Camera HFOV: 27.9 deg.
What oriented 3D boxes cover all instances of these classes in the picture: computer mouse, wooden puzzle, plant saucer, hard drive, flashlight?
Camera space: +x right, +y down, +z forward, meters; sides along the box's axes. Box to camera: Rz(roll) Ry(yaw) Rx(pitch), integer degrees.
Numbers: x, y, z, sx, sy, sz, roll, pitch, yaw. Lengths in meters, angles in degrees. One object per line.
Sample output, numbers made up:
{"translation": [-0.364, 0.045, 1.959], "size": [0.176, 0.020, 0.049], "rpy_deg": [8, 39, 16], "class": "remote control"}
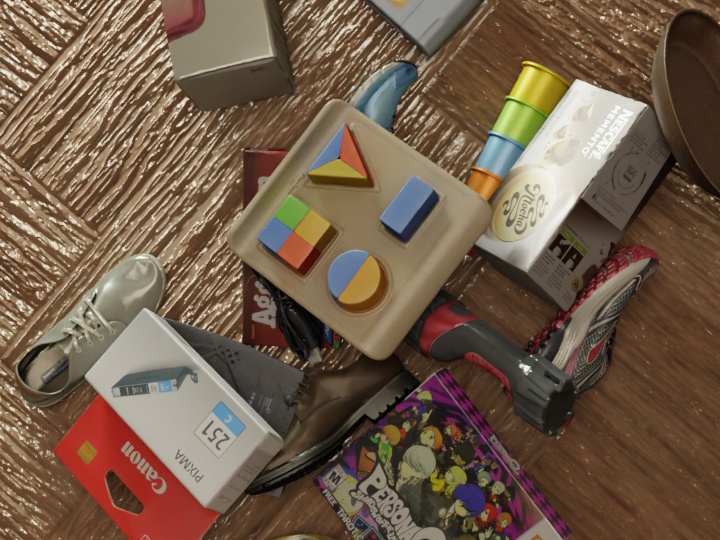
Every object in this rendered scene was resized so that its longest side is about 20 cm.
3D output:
{"translation": [0.000, 0.000, 1.427], "size": [0.199, 0.053, 0.139], "rpy_deg": [-24, 104, 1], "class": "computer mouse"}
{"translation": [-0.004, -0.044, 1.378], "size": [0.199, 0.046, 0.186], "rpy_deg": [36, 85, 16], "class": "wooden puzzle"}
{"translation": [0.336, -0.153, 1.408], "size": [0.036, 0.200, 0.202], "rpy_deg": [-19, 78, 39], "class": "plant saucer"}
{"translation": [-0.148, 0.137, 1.472], "size": [0.198, 0.042, 0.136], "rpy_deg": [20, 84, 8], "class": "hard drive"}
{"translation": [0.122, 0.089, 1.392], "size": [0.068, 0.068, 0.200], "rpy_deg": [-48, 48, -5], "class": "flashlight"}

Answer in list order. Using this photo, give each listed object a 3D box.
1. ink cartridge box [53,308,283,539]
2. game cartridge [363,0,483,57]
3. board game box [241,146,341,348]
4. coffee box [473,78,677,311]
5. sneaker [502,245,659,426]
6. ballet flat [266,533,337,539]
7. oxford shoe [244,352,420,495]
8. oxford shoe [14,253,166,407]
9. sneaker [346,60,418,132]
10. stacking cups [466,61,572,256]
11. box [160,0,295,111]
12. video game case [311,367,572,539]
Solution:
{"translation": [-0.198, 0.166, 1.403], "size": [0.200, 0.045, 0.176], "rpy_deg": [41, 90, 29], "class": "ink cartridge box"}
{"translation": [0.044, -0.337, 1.527], "size": [0.200, 0.042, 0.133], "rpy_deg": [42, 92, 11], "class": "game cartridge"}
{"translation": [-0.068, -0.022, 1.458], "size": [0.102, 0.019, 0.202], "rpy_deg": [2, 104, 3], "class": "board game box"}
{"translation": [0.208, -0.076, 1.420], "size": [0.201, 0.080, 0.113], "rpy_deg": [-53, 37, -3], "class": "coffee box"}
{"translation": [0.226, 0.060, 1.428], "size": [0.074, 0.081, 0.200], "rpy_deg": [36, 101, -6], "class": "sneaker"}
{"translation": [-0.024, 0.288, 1.403], "size": [0.198, 0.063, 0.069], "rpy_deg": [8, 62, 22], "class": "ballet flat"}
{"translation": [-0.044, 0.143, 1.419], "size": [0.200, 0.073, 0.085], "rpy_deg": [-38, 81, -14], "class": "oxford shoe"}
{"translation": [-0.277, 0.062, 1.492], "size": [0.200, 0.058, 0.075], "rpy_deg": [-44, 77, -3], "class": "oxford shoe"}
{"translation": [0.009, -0.122, 1.487], "size": [0.089, 0.078, 0.201], "rpy_deg": [30, 95, 0], "class": "sneaker"}
{"translation": [0.143, -0.111, 1.476], "size": [0.060, 0.060, 0.201], "rpy_deg": [29, 91, 10], "class": "stacking cups"}
{"translation": [-0.144, -0.282, 1.492], "size": [0.108, 0.128, 0.202], "rpy_deg": [-12, 80, 5], "class": "box"}
{"translation": [0.075, 0.228, 1.405], "size": [0.181, 0.036, 0.201], "rpy_deg": [-42, 79, 23], "class": "video game case"}
